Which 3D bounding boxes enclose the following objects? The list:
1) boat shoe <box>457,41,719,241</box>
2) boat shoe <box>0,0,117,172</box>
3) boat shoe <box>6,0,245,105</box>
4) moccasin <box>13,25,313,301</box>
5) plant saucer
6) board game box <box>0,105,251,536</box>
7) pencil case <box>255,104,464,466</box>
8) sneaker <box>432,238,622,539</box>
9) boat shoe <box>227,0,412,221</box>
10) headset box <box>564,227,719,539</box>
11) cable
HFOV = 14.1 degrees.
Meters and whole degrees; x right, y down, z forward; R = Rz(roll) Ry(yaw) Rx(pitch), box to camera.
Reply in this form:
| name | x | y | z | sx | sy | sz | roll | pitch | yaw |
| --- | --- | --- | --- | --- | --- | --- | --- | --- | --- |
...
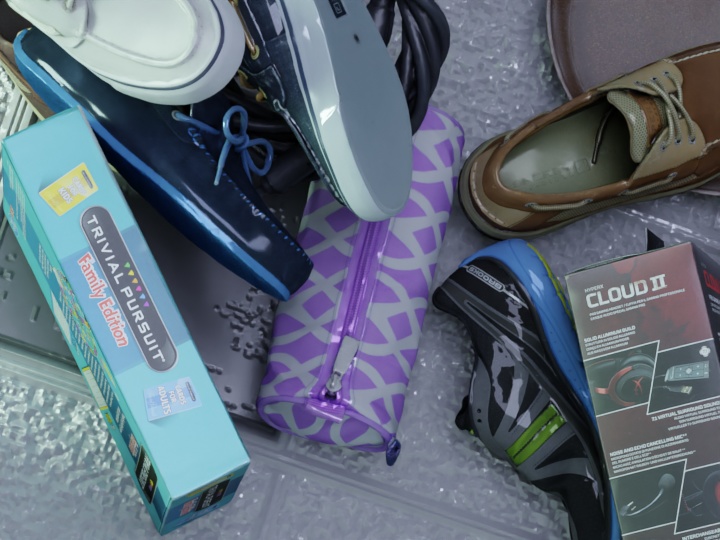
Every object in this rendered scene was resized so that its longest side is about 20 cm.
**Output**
| name | x | y | z | sx | sy | sz | roll | pitch | yaw |
| --- | --- | --- | --- | --- | --- | --- | --- | --- | --- |
| boat shoe | 0.151 | -0.073 | 1.598 | 0.199 | 0.074 | 0.076 | -26 | 84 | -11 |
| boat shoe | -0.164 | -0.126 | 1.577 | 0.072 | 0.072 | 0.200 | -44 | 89 | -5 |
| boat shoe | -0.144 | -0.150 | 1.462 | 0.200 | 0.066 | 0.072 | 39 | 96 | 30 |
| moccasin | -0.093 | -0.071 | 1.500 | 0.200 | 0.081 | 0.068 | 44 | 79 | 7 |
| plant saucer | 0.200 | -0.137 | 1.679 | 0.199 | 0.032 | 0.202 | 2 | 77 | -10 |
| board game box | -0.124 | 0.030 | 1.510 | 0.047 | 0.151 | 0.201 | -25 | 82 | -11 |
| pencil case | 0.000 | 0.000 | 1.577 | 0.083 | 0.086 | 0.201 | 9 | 72 | 9 |
| sneaker | 0.098 | 0.084 | 1.592 | 0.082 | 0.071 | 0.201 | -24 | 86 | 11 |
| boat shoe | -0.043 | -0.113 | 1.495 | 0.071 | 0.090 | 0.201 | -21 | 92 | -59 |
| headset box | 0.173 | 0.078 | 1.551 | 0.075 | 0.149 | 0.201 | -15 | 77 | 14 |
| cable | -0.044 | -0.147 | 1.541 | 0.162 | 0.051 | 0.201 | -26 | 84 | 22 |
